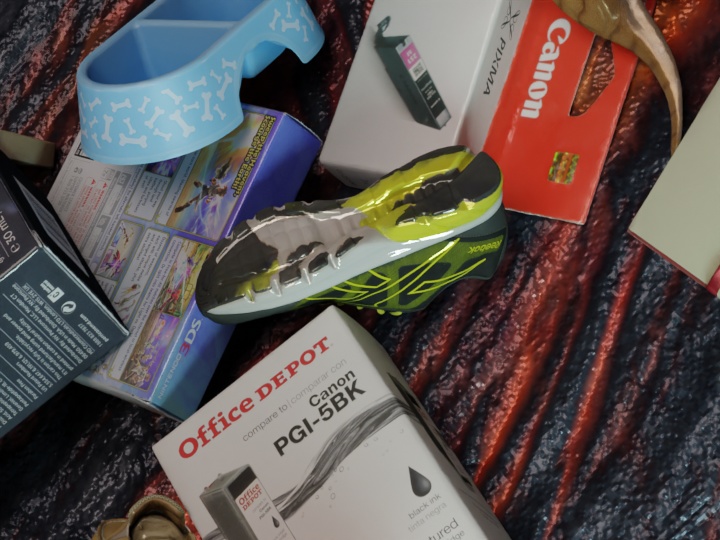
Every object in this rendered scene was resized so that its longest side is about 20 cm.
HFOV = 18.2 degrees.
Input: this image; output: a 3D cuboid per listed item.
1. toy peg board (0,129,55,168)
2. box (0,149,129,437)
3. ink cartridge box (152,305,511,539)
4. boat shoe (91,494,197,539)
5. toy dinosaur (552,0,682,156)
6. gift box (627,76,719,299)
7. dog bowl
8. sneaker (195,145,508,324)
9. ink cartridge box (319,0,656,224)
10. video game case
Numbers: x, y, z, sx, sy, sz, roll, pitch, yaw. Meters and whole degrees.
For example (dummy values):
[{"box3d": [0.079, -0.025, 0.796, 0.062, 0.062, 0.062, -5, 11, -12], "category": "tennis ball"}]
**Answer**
[{"box3d": [-0.345, -0.059, 1.506, 0.199, 0.199, 0.099, 6, 87, 28], "category": "toy peg board"}, {"box3d": [-0.271, 0.031, 1.396, 0.200, 0.107, 0.149, -39, 47, 1], "category": "box"}, {"box3d": [-0.011, 0.145, 1.306, 0.147, 0.083, 0.200, -38, 58, 5], "category": "ink cartridge box"}, {"box3d": [-0.117, 0.166, 1.308, 0.200, 0.071, 0.077, -155, 62, -67], "category": "boat shoe"}, {"box3d": [0.156, -0.163, 1.370, 0.200, 0.060, 0.106, 42, 107, 15], "category": "toy dinosaur"}, {"box3d": [0.279, -0.048, 1.192, 0.184, 0.200, 0.188, 37, 103, 29], "category": "gift box"}, {"box3d": [-0.105, -0.137, 1.429, 0.111, 0.050, 0.200, 5, 35, 33], "category": "dog bowl"}, {"box3d": [0.000, 0.000, 1.347, 0.199, 0.085, 0.075, -19, 41, 6], "category": "sneaker"}, {"box3d": [0.085, -0.137, 1.405, 0.173, 0.044, 0.201, 11, 74, 31], "category": "ink cartridge box"}, {"box3d": [-0.136, -0.018, 1.443, 0.181, 0.045, 0.201, 16, 77, 45], "category": "video game case"}]
